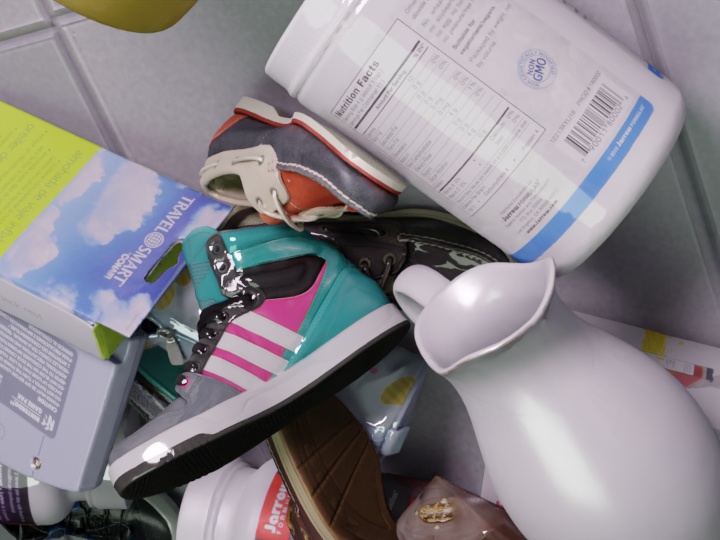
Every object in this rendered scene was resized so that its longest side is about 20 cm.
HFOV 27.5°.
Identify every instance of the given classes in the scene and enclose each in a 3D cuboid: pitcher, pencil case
[{"bbox_3d":[0.107,0.078,0.827,0.200,0.121,0.172,49,172,-23],"label":"pitcher"},{"bbox_3d":[-0.054,0.056,0.989,0.199,0.091,0.083,26,102,1],"label":"pencil case"}]

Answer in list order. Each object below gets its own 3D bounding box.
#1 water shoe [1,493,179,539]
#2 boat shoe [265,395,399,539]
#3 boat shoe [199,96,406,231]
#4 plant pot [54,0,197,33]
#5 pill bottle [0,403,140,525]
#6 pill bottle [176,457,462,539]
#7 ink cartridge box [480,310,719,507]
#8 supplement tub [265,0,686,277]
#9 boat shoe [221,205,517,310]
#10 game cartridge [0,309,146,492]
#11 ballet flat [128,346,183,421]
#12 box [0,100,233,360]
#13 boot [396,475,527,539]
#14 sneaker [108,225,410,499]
[{"bbox_3d":[-0.240,0.195,1.175,0.199,0.079,0.072,17,129,11],"label":"water shoe"},{"bbox_3d":[-0.020,0.160,0.946,0.072,0.072,0.200,-14,115,38],"label":"boat shoe"},{"bbox_3d":[-0.039,-0.054,0.851,0.071,0.063,0.200,38,175,-29],"label":"boat shoe"},{"bbox_3d":[-0.110,-0.256,0.738,0.201,0.201,0.189,43,112,-11],"label":"plant pot"},{"bbox_3d":[-0.269,0.132,1.092,0.199,0.112,0.112,2,126,0],"label":"pill bottle"},{"bbox_3d":[-0.024,0.197,1.060,0.199,0.116,0.116,8,126,17],"label":"pill bottle"},{"bbox_3d":[0.182,0.120,0.939,0.199,0.083,0.146,14,127,14],"label":"ink cartridge box"},{"bbox_3d":[0.063,-0.101,0.802,0.200,0.132,0.132,36,130,-3],"label":"supplement tub"},{"bbox_3d":[-0.001,-0.001,0.941,0.200,0.066,0.072,10,126,16],"label":"boat shoe"},{"bbox_3d":[-0.236,0.059,0.999,0.200,0.040,0.134,30,107,28],"label":"game cartridge"},{"bbox_3d":[-0.181,0.051,1.057,0.200,0.072,0.072,44,128,-9],"label":"ballet flat"},{"bbox_3d":[-0.194,-0.026,0.949,0.199,0.122,0.048,24,148,19],"label":"box"},{"bbox_3d":[0.134,0.189,0.890,0.200,0.064,0.186,37,152,-23],"label":"boot"},{"bbox_3d":[-0.082,0.038,0.865,0.121,0.200,0.084,53,157,15],"label":"sneaker"}]
